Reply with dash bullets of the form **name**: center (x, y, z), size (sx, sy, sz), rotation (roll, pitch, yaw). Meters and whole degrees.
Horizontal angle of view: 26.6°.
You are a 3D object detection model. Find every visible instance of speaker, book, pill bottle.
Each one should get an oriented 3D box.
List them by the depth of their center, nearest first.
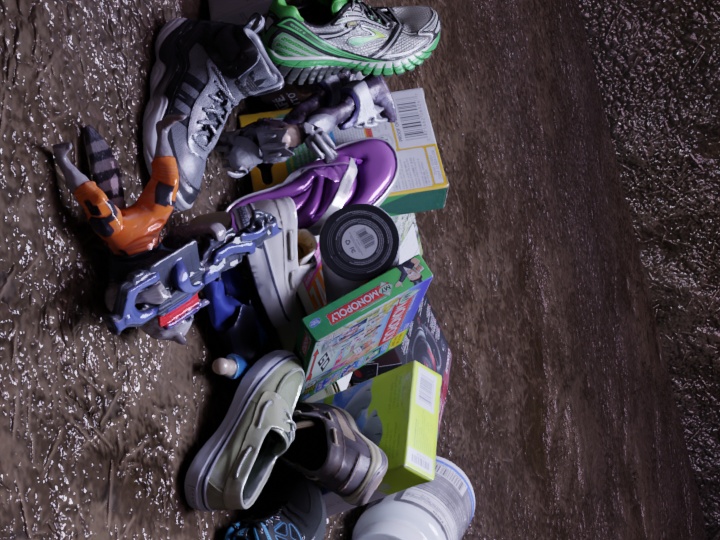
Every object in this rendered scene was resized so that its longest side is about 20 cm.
- **speaker**: center (0.000, 0.000, 1.551), size (0.200, 0.081, 0.081), rotation (88, -1, -73)
- **book**: center (-0.058, 0.024, 1.654), size (0.134, 0.048, 0.200), rotation (-64, 138, -59)
- **pill bottle**: center (0.056, 0.299, 1.742), size (0.200, 0.114, 0.114), rotation (-43, 123, -65)

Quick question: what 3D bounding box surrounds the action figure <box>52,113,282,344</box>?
- **action figure**: center (-0.169, -0.033, 1.294), size (0.200, 0.104, 0.194), rotation (-25, 112, -43)

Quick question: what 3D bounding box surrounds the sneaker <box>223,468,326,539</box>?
- **sneaker**: center (-0.085, 0.253, 1.439), size (0.200, 0.073, 0.082), rotation (-75, 147, -49)

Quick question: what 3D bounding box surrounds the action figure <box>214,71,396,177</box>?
- **action figure**: center (-0.058, -0.140, 1.510), size (0.200, 0.130, 0.070), rotation (-35, 125, -35)

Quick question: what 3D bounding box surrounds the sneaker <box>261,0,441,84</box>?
- **sneaker**: center (-0.004, -0.240, 1.511), size (0.078, 0.200, 0.085), rotation (48, -41, 42)

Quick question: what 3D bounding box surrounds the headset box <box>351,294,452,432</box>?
- **headset box**: center (0.047, 0.105, 1.850), size (0.149, 0.075, 0.200), rotation (-77, 151, -44)

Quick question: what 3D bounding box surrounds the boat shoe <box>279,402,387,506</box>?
- **boat shoe**: center (-0.044, 0.163, 1.483), size (0.073, 0.200, 0.075), rotation (32, 85, -27)

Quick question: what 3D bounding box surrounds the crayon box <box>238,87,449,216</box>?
- **crayon box**: center (-0.020, -0.114, 1.600), size (0.052, 0.199, 0.126), rotation (97, -18, -63)

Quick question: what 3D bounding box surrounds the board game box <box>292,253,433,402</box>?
- **board game box**: center (-0.005, 0.061, 1.518), size (0.029, 0.134, 0.200), rotation (57, -17, 15)

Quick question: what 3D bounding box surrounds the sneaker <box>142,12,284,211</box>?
- **sneaker**: center (-0.134, -0.154, 1.408), size (0.075, 0.114, 0.201), rotation (46, 40, -57)

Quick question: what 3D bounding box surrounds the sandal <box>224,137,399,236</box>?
- **sandal**: center (-0.044, -0.077, 1.522), size (0.083, 0.202, 0.050), rotation (54, -19, 17)

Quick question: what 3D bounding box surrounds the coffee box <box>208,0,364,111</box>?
- **coffee box**: center (-0.069, -0.240, 1.607), size (0.200, 0.113, 0.080), rotation (58, 17, -49)

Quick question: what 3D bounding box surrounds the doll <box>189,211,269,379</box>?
- **doll**: center (-0.121, 0.046, 1.461), size (0.137, 0.048, 0.200), rotation (-83, 161, -46)

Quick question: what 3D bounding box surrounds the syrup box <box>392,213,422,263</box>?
- **syrup box**: center (0.008, -0.057, 1.719), size (0.079, 0.081, 0.200), rotation (-61, 154, -28)

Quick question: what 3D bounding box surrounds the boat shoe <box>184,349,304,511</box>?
- **boat shoe**: center (-0.093, 0.153, 1.422), size (0.200, 0.062, 0.072), rotation (-59, 149, -42)

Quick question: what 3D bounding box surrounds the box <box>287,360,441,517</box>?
- **box**: center (-0.007, 0.178, 1.542), size (0.048, 0.200, 0.122), rotation (33, 48, -33)

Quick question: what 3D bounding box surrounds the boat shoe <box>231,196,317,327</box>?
- **boat shoe**: center (-0.073, -0.010, 1.468), size (0.200, 0.070, 0.071), rotation (78, -9, -59)
